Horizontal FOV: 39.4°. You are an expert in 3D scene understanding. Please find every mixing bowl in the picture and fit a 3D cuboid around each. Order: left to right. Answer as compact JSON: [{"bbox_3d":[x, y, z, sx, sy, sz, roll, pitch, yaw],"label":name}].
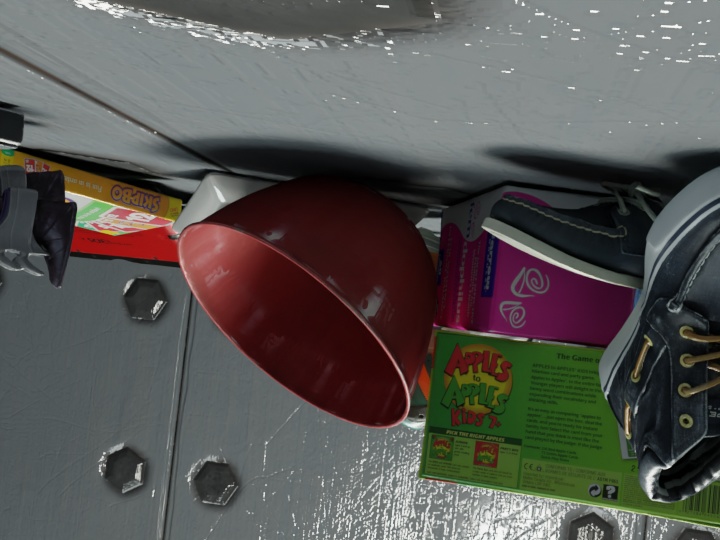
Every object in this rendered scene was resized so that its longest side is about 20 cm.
[{"bbox_3d":[-0.021,0.006,0.719,0.200,0.108,0.200,30,151,18],"label":"mixing bowl"}]

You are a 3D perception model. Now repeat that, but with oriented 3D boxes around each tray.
[{"bbox_3d":[-0.050,-0.036,0.857,0.199,0.022,0.107,7,153,-25],"label":"tray"}]

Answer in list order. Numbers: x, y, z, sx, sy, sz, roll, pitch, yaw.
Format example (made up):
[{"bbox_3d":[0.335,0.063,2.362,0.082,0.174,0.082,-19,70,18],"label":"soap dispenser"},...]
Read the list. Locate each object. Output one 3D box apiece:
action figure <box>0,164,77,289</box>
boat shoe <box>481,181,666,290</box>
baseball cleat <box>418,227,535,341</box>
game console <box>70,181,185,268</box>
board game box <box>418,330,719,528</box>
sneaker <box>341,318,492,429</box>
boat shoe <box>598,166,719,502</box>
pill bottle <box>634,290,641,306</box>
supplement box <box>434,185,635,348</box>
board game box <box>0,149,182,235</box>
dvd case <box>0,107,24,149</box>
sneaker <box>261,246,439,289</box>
[{"bbox_3d":[-0.272,-0.044,0.587,0.200,0.070,0.130,12,-175,-27],"label":"action figure"},{"bbox_3d":[0.165,-0.019,0.592,0.199,0.062,0.075,15,-167,-18],"label":"boat shoe"},{"bbox_3d":[0.074,0.017,0.924,0.200,0.107,0.070,19,179,35],"label":"baseball cleat"},{"bbox_3d":[-0.235,-0.072,1.038,0.199,0.119,0.173,5,146,24],"label":"game console"},{"bbox_3d":[0.145,0.102,0.668,0.199,0.102,0.048,5,174,20],"label":"board game box"},{"bbox_3d":[0.073,0.088,0.786,0.199,0.080,0.071,7,177,24],"label":"sneaker"},{"bbox_3d":[0.187,0.040,0.534,0.071,0.091,0.201,-4,140,-8],"label":"boat shoe"},{"bbox_3d":[0.287,0.031,0.954,0.112,0.113,0.200,7,178,-14],"label":"pill bottle"},{"bbox_3d":[0.124,0.000,0.757,0.103,0.102,0.200,7,177,-9],"label":"supplement box"},{"bbox_3d":[-0.256,-0.065,0.840,0.095,0.030,0.200,-7,163,39],"label":"board game box"},{"bbox_3d":[-0.316,-0.094,0.591,0.200,0.025,0.150,4,177,41],"label":"dvd case"},{"bbox_3d":[0.000,0.000,0.836,0.199,0.073,0.077,2,145,-22],"label":"sneaker"}]
